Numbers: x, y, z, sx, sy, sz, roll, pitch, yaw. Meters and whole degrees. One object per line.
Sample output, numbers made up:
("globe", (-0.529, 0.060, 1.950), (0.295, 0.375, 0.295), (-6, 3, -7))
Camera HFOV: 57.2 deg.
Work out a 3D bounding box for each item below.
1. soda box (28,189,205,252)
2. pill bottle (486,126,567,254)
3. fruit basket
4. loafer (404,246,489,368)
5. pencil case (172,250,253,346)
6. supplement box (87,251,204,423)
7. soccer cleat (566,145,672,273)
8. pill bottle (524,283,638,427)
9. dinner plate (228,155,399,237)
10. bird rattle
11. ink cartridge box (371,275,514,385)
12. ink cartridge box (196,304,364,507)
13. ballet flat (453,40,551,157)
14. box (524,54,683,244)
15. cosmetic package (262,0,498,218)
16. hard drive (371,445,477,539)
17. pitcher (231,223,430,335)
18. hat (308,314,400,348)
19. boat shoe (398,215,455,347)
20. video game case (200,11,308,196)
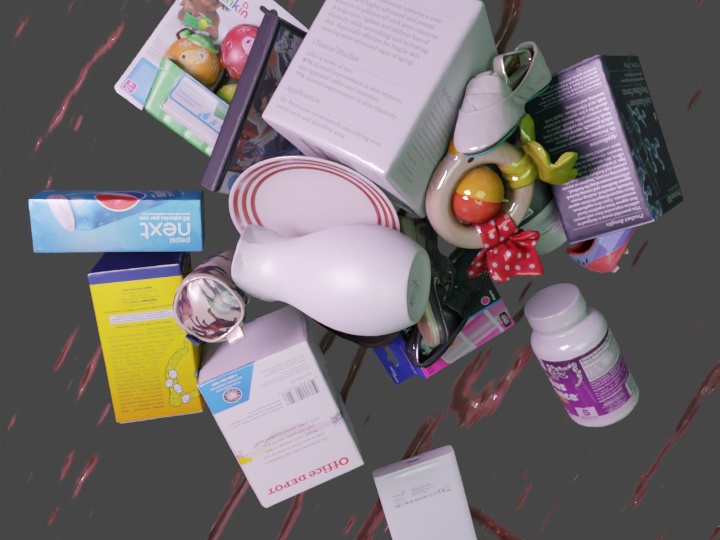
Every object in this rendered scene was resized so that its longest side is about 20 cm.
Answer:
("soda box", (-0.298, -0.063, 0.825), (0.200, 0.064, 0.068), (-1, 107, -10))
("pill bottle", (0.193, -0.118, 0.865), (0.200, 0.116, 0.116), (39, 97, -18))
("fruit basket", (-0.156, -0.237, 0.782), (0.185, 0.094, 0.200), (37, 95, -18))
("loafer", (0.126, 0.044, 0.895), (0.068, 0.070, 0.201), (29, 92, -3))
("pencil case", (-0.169, 0.029, 0.809), (0.078, 0.200, 0.090), (-26, 101, 3))
("supplement box", (-0.266, 0.077, 0.850), (0.109, 0.109, 0.200), (-6, 108, -8))
("soccer cleat", (0.367, -0.091, 0.934), (0.076, 0.067, 0.200), (21, 105, -11))
("pill bottle", (0.318, 0.121, 0.963), (0.112, 0.112, 0.200), (-32, 109, 1))
("dinner plate", (-0.052, -0.062, 0.763), (0.200, 0.024, 0.200), (8, 144, 6))
("bird rattle", (0.148, -0.081, 0.760), (0.163, 0.113, 0.200), (8, 123, -22))
("ink cartridge box", (0.116, 0.088, 0.960), (0.200, 0.037, 0.095), (-31, 109, 3))
("ink cartridge box", (-0.105, 0.176, 0.889), (0.147, 0.145, 0.200), (-22, 109, -2))
("ballet flat", (0.146, -0.190, 0.701), (0.200, 0.069, 0.070), (-47, 116, -40))
("box", (0.301, -0.152, 0.817), (0.107, 0.148, 0.200), (-16, 94, 40))
("cosmetic package", (0.033, -0.197, 0.739), (0.167, 0.166, 0.200), (30, 90, 23))
("hard drive", (0.107, 0.386, 1.054), (0.132, 0.027, 0.200), (-17, 108, -4))
("pitcher", (-0.019, 0.013, 0.755), (0.200, 0.172, 0.121), (7, 75, 24))
("hat", (0.000, 0.000, 0.881), (0.200, 0.081, 0.201), (19, 126, 27))
("boat shoe", (0.091, 0.005, 0.852), (0.065, 0.200, 0.072), (-8, 139, -4))
("video game case", (-0.085, -0.176, 0.785), (0.181, 0.025, 0.200), (4, 113, -58))
